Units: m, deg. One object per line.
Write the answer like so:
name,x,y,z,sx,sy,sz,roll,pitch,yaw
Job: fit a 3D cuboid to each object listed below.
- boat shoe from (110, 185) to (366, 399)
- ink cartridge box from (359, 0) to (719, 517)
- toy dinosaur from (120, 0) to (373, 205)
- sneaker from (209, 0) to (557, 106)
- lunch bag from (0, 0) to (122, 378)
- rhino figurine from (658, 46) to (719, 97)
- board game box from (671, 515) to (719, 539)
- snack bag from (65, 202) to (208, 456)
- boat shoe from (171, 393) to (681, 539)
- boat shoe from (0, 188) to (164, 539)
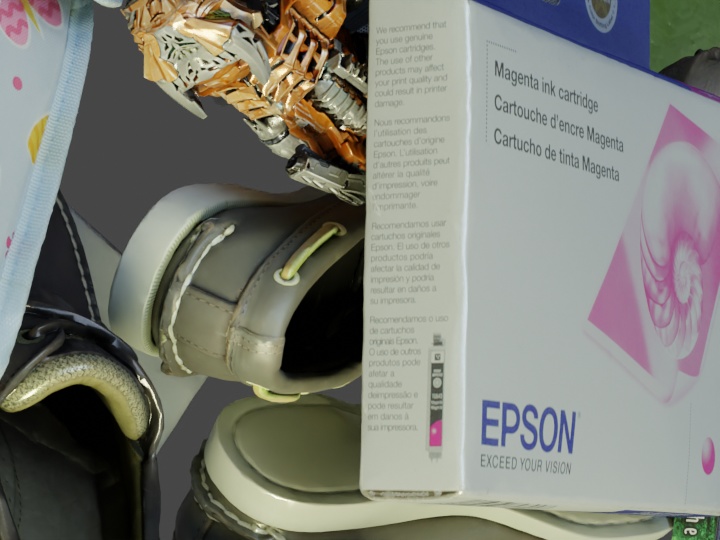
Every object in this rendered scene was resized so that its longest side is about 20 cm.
boat shoe,-0.001,0.003,0.833,0.060,0.072,0.202,26,20,26
ink cartridge box,0.066,-0.023,0.800,0.196,0.043,0.201,10,80,-58
toy dinosaur,-0.015,-0.076,0.793,0.200,0.102,0.136,53,18,-68
sneaker,0.034,-0.073,0.932,0.200,0.075,0.114,-28,87,-44
lunch bag,-0.161,-0.076,0.665,0.170,0.127,0.200,38,46,-31
rhino figurine,0.137,0.009,0.976,0.087,0.060,0.201,8,84,-64
board game box,0.146,0.111,0.922,0.105,0.023,0.201,26,70,-53
snack bag,-0.151,0.031,0.782,0.189,0.021,0.200,42,51,-16
boat shoe,0.024,0.085,0.869,0.201,0.060,0.072,6,36,-37
boat shoe,-0.087,0.043,0.711,0.073,0.065,0.200,13,51,-37
